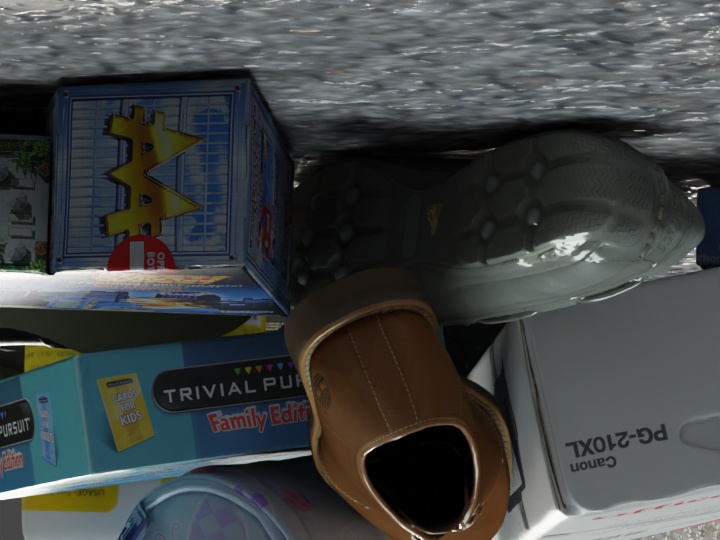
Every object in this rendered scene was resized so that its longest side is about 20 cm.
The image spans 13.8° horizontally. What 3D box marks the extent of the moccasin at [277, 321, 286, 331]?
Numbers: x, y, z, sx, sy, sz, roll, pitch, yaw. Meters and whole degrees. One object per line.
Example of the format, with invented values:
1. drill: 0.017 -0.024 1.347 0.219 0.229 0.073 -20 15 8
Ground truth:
1. moccasin: 0.000 0.000 1.265 0.068 0.081 0.200 6 161 -2

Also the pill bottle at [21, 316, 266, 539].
1. pill bottle: -0.099 0.077 1.356 0.111 0.200 0.111 1 175 0

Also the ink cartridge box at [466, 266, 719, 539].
1. ink cartridge box: 0.126 0.056 1.181 0.144 0.085 0.200 -11 171 -6

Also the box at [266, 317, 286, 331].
1. box: -0.028 0.020 1.562 0.200 0.050 0.158 0 175 9

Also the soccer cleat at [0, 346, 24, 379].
1. soccer cleat: -0.138 0.028 1.732 0.200 0.065 0.084 -1 -154 -24

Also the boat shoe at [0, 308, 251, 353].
1. boat shoe: -0.130 0.002 1.241 0.200 0.071 0.063 -5 -175 15

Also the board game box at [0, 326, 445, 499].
1. board game box: -0.073 0.057 1.197 0.151 0.047 0.200 -6 175 -25

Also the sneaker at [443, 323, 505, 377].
1. sneaker: 0.059 0.058 1.371 0.075 0.079 0.200 35 -156 1

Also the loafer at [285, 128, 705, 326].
1. loafer: 0.038 -0.008 1.082 0.070 0.070 0.200 21 164 -37

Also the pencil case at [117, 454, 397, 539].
1. pencil case: -0.021 0.119 1.186 0.083 0.091 0.200 37 -164 20

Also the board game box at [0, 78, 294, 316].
1. board game box: -0.103 -0.024 0.986 0.200 0.062 0.200 2 174 -11

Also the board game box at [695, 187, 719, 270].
1. board game box: 0.222 -0.008 1.260 0.151 0.037 0.200 0 176 9

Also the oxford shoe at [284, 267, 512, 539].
1. oxford shoe: 0.020 0.073 1.079 0.071 0.071 0.200 -25 153 4
